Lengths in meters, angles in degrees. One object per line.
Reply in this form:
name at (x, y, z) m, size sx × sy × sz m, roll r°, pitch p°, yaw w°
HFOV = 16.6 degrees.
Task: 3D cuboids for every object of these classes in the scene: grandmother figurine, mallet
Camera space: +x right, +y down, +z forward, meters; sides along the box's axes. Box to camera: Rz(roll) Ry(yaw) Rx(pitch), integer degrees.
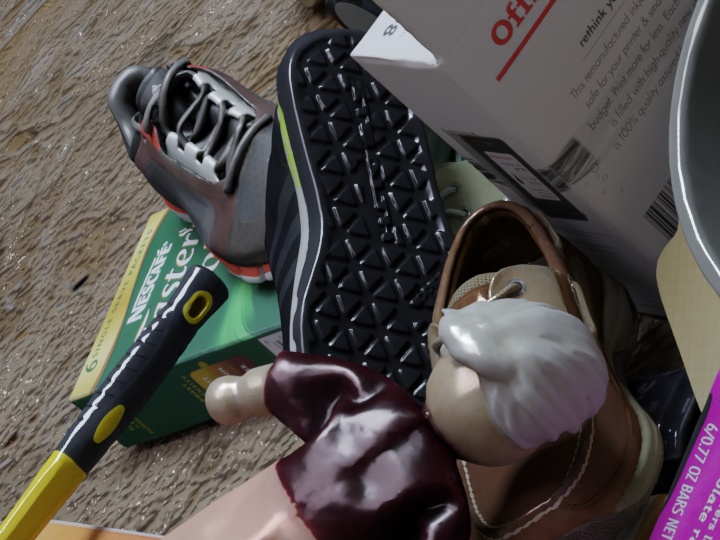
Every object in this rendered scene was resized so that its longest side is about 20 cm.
grandmother figurine at (-0.011, 0.076, 0.763) m, size 0.200 × 0.061 × 0.121 m, roll -37°, pitch 67°, yaw 10°
mallet at (-0.117, 0.070, 0.902) m, size 0.041 × 0.066 × 0.200 m, roll -8°, pitch 47°, yaw 56°

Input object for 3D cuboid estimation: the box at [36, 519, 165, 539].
box at (-0.083, 0.184, 0.895) m, size 0.200 × 0.106 × 0.152 m, roll -3°, pitch 51°, yaw 56°

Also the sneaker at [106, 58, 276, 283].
sneaker at (-0.067, -0.053, 1.106) m, size 0.077 × 0.082 × 0.200 m, roll -52°, pitch 26°, yaw -10°

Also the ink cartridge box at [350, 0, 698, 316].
ink cartridge box at (0.082, -0.085, 0.888) m, size 0.116 × 0.200 × 0.067 m, roll -55°, pitch 26°, yaw -11°

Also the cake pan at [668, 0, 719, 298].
cake pan at (0.179, -0.063, 0.739) m, size 0.200 × 0.037 × 0.200 m, roll -27°, pitch 52°, yaw 40°

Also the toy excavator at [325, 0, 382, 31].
toy excavator at (0.090, -0.142, 1.080) m, size 0.100 × 0.200 × 0.194 m, roll -59°, pitch -13°, yaw -16°

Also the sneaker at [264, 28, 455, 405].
sneaker at (0.000, 0.000, 0.970) m, size 0.083 × 0.072 × 0.200 m, roll 115°, pitch 155°, yaw -60°

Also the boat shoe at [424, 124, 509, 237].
boat shoe at (0.041, -0.016, 1.013) m, size 0.072 × 0.062 × 0.200 m, roll -36°, pitch 31°, yaw 26°

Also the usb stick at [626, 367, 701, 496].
usb stick at (0.053, 0.076, 0.912) m, size 0.200 × 0.033 × 0.055 m, roll -19°, pitch 31°, yaw 45°

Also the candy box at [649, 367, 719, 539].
candy box at (0.152, 0.103, 0.663) m, size 0.200 × 0.061 × 0.136 m, roll 15°, pitch 80°, yaw 61°

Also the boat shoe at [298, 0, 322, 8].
boat shoe at (-0.020, -0.192, 1.269) m, size 0.074 × 0.069 × 0.200 m, roll -60°, pitch 9°, yaw -20°

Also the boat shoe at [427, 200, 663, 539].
boat shoe at (0.052, 0.037, 0.836) m, size 0.076 × 0.072 × 0.200 m, roll -35°, pitch 19°, yaw 14°

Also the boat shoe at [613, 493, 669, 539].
boat shoe at (0.052, 0.157, 0.771) m, size 0.069 × 0.071 × 0.200 m, roll -12°, pitch 36°, yaw 51°

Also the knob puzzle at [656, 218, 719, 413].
knob puzzle at (0.176, -0.005, 0.784) m, size 0.220 × 0.030 × 0.220 m, roll -21°, pitch 61°, yaw 44°

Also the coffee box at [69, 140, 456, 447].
coffee box at (-0.042, 0.004, 1.136) m, size 0.200 × 0.044 × 0.123 m, roll -20°, pitch 39°, yaw 45°
